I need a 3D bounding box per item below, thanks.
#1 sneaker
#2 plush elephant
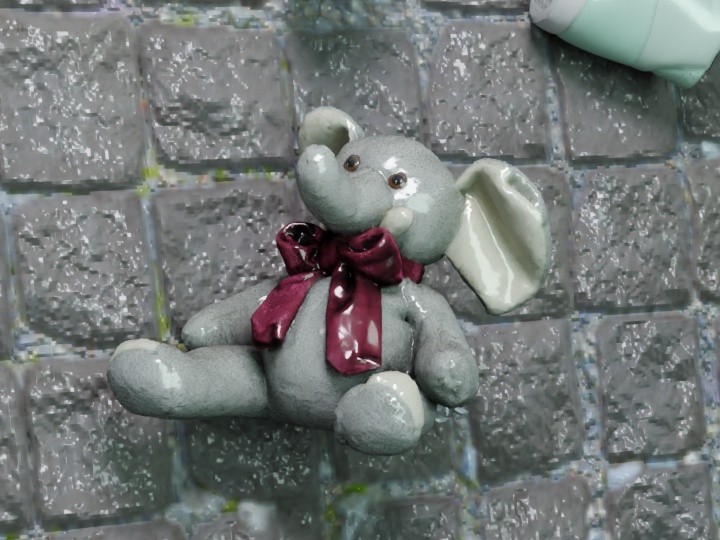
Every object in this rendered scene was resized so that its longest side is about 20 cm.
[{"bbox_3d":[0.180,-0.198,1.573,0.118,0.074,0.201,27,80,-17],"label":"sneaker"},{"bbox_3d":[0.000,0.000,1.399,0.200,0.164,0.156,0,97,-58],"label":"plush elephant"}]
